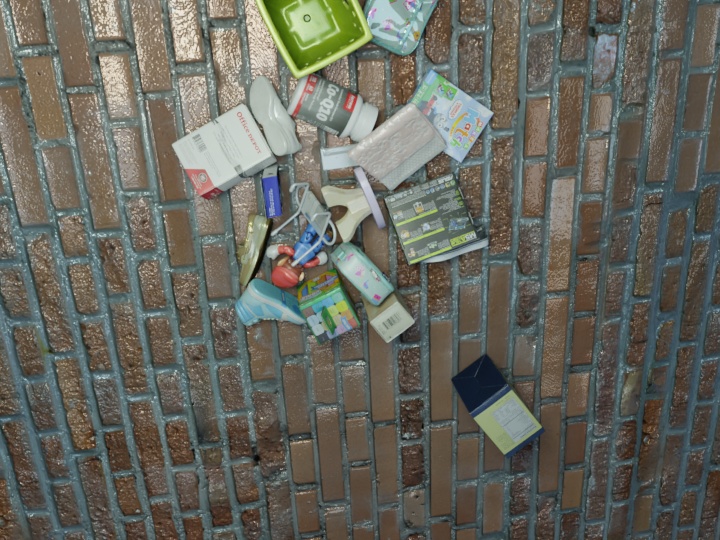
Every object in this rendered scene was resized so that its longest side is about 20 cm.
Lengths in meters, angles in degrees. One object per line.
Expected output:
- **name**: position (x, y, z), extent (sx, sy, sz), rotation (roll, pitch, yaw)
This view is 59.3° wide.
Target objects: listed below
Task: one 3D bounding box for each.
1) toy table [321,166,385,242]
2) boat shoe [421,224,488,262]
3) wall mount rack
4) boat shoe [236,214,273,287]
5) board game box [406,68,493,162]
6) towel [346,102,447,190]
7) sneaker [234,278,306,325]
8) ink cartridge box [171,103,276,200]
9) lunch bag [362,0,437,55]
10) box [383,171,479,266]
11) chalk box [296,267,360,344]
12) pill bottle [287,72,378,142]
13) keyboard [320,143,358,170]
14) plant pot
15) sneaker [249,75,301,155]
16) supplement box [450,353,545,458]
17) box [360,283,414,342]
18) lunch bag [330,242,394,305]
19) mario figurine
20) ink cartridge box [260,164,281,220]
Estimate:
- **toy table**: position (-0.019, -0.160, 1.591), extent (0.117, 0.184, 0.200), rotation (-24, 134, 0)
- **boat shoe**: position (0.249, -0.076, 1.706), extent (0.199, 0.074, 0.068), rotation (-16, 105, -5)
- **wall mount rack**: position (-0.146, -0.117, 1.584), extent (0.075, 0.200, 0.174), rotation (-11, 141, -36)
- **boat shoe**: position (-0.285, -0.054, 1.642), extent (0.066, 0.074, 0.200), rotation (22, 107, 2)
- **board game box**: position (0.215, -0.392, 1.610), extent (0.200, 0.037, 0.151), rotation (29, 103, -17)
- **towel**: position (0.096, -0.300, 1.561), extent (0.200, 0.032, 0.191), rotation (-36, 141, 18)
- **sneaker**: position (-0.247, 0.112, 1.704), extent (0.200, 0.080, 0.131), rotation (34, 116, -27)
- **ink cartridge box**: position (-0.323, -0.283, 1.521), extent (0.200, 0.083, 0.147), rotation (-29, 86, 2)
- **lunch bag**: position (0.092, -0.621, 1.490), extent (0.160, 0.077, 0.200), rotation (22, 104, -15)
- **box**: position (0.184, -0.135, 1.654), extent (0.200, 0.048, 0.193), rotation (-21, 90, -1)
- **chalk box**: position (-0.083, 0.099, 1.649), extent (0.124, 0.200, 0.125), rotation (-26, 111, 1)
- **pill bottle**: position (-0.065, -0.391, 1.528), extent (0.200, 0.114, 0.114), rotation (21, 105, -15)
- **keyboard**: position (-0.001, -0.299, 1.627), extent (0.200, 0.011, 0.056), rotation (-9, 115, -5)
- **plant pot**: position (-0.110, -0.567, 1.425), extent (0.199, 0.182, 0.200), rotation (-27, 111, 2)
- **sneaker**: position (-0.202, -0.377, 1.542), extent (0.075, 0.088, 0.200), rotation (-19, 91, 41)
- **supplement box**: position (0.392, 0.386, 1.818), extent (0.134, 0.200, 0.200), rotation (-38, 109, 6)
- **box**: position (0.068, 0.097, 1.671), extent (0.095, 0.200, 0.078), rotation (-38, 110, 5)
- **lunch bag**: position (0.000, 0.000, 1.619), extent (0.077, 0.200, 0.160), rotation (-42, 107, -1)
- **mario figurine**: position (-0.165, -0.044, 1.669), extent (0.123, 0.106, 0.200), rotation (39, 89, 18)
- **ink cartridge box**: position (-0.213, -0.192, 1.530), extent (0.039, 0.200, 0.100), rotation (-5, 111, -3)
